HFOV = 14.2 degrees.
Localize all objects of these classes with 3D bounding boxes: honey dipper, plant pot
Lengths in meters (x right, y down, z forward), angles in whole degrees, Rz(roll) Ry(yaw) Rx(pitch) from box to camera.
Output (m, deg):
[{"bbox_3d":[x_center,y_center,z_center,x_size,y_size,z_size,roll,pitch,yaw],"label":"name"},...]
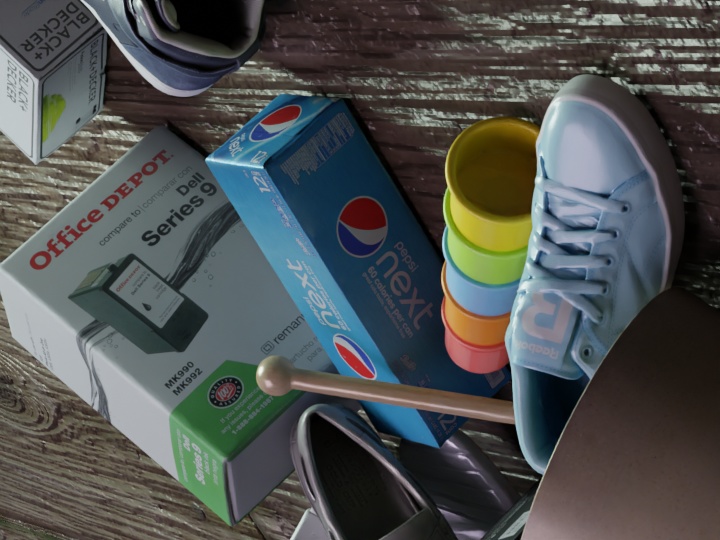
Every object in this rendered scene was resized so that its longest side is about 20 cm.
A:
[{"bbox_3d":[0.038,0.072,1.569,0.199,0.038,0.038,8,145,13],"label":"honey dipper"},{"bbox_3d":[0.199,0.133,1.346,0.199,0.188,0.188,25,150,21],"label":"plant pot"}]

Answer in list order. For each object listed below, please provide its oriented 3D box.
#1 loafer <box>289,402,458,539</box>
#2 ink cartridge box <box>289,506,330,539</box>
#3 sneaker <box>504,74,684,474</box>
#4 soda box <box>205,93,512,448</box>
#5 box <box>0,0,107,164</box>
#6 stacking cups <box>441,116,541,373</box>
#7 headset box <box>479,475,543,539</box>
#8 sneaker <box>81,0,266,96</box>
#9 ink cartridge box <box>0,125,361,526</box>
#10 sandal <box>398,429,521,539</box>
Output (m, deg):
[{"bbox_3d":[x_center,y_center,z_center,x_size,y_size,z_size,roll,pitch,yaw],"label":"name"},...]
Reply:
[{"bbox_3d":[0.022,0.162,1.632,0.200,0.070,0.070,53,178,16],"label":"loafer"},{"bbox_3d":[-0.004,0.214,1.781,0.116,0.068,0.200,29,161,4],"label":"ink cartridge box"},{"bbox_3d":[0.105,0.010,1.360,0.074,0.082,0.201,11,124,27],"label":"sneaker"},{"bbox_3d":[0.000,0.000,1.608,0.068,0.064,0.201,10,137,57],"label":"soda box"},{"bbox_3d":[-0.244,-0.172,1.778,0.200,0.060,0.117,43,157,11],"label":"box"},{"bbox_3d":[0.071,-0.008,1.493,0.060,0.060,0.200,41,162,17],"label":"stacking cups"},{"bbox_3d":[0.143,0.216,1.588,0.200,0.149,0.077,49,156,-5],"label":"headset box"},{"bbox_3d":[-0.131,-0.177,1.522,0.202,0.077,0.146,42,170,-11],"label":"sneaker"},{"bbox_3d":[-0.098,0.030,1.727,0.200,0.146,0.084,37,156,24],"label":"ink cartridge box"},{"bbox_3d":[0.103,0.158,1.688,0.079,0.059,0.207,-18,112,45],"label":"sandal"}]
